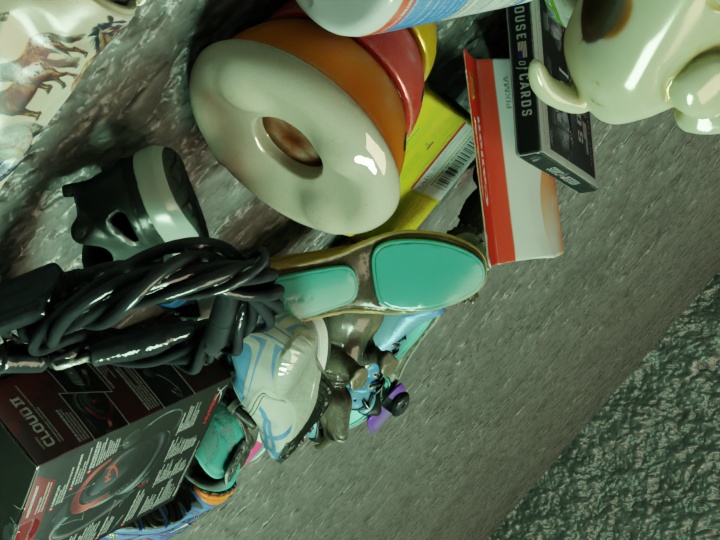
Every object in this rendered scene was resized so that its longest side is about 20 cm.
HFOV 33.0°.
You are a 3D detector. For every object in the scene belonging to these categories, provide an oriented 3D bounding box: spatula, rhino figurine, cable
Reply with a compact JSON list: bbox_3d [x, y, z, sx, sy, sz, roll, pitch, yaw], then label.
[{"bbox_3d":[0.033,0.132,1.189,0.057,0.021,0.200,-47,178,-9],"label":"spatula"},{"bbox_3d":[-0.012,0.067,1.062,0.059,0.087,0.203,-1,115,-39],"label":"rhino figurine"},{"bbox_3d":[-0.124,0.031,0.725,0.198,0.052,0.162,-20,155,32],"label":"cable"}]

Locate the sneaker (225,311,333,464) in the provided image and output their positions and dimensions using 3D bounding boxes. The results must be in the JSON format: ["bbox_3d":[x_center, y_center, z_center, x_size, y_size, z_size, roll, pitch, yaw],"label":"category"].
[{"bbox_3d":[-0.066,0.086,0.939,0.072,0.072,0.201,-48,159,-24],"label":"sneaker"}]

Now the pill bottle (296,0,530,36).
[{"bbox_3d":[0.057,-0.202,0.685,0.198,0.113,0.113,-21,149,-38],"label":"pill bottle"}]

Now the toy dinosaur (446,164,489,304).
[{"bbox_3d":[0.109,-0.036,1.106,0.201,0.077,0.102,-52,180,-34],"label":"toy dinosaur"}]

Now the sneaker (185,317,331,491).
[{"bbox_3d":[-0.106,0.114,1.028,0.120,0.083,0.201,-35,160,-53],"label":"sneaker"}]

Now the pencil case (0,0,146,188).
[{"bbox_3d":[-0.177,-0.068,0.540,0.089,0.078,0.201,25,108,-47],"label":"pencil case"}]

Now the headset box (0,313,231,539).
[{"bbox_3d":[-0.204,0.132,0.865,0.199,0.075,0.150,-23,149,-48],"label":"headset box"}]

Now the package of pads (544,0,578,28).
[{"bbox_3d":[0.199,-0.284,0.868,0.200,0.068,0.155,-47,146,-2],"label":"package of pads"}]

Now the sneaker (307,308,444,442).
[{"bbox_3d":[0.008,0.088,1.140,0.199,0.091,0.078,-40,163,22],"label":"sneaker"}]

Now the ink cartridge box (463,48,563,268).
[{"bbox_3d":[0.124,-0.089,0.963,0.049,0.165,0.200,-6,-179,12],"label":"ink cartridge box"}]

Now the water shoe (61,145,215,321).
[{"bbox_3d":[-0.136,-0.017,0.768,0.078,0.073,0.201,-14,156,-4],"label":"water shoe"}]

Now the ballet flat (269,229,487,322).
[{"bbox_3d":[0.000,0.000,0.956,0.196,0.063,0.070,-6,108,-12],"label":"ballet flat"}]

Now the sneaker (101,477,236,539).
[{"bbox_3d":[-0.183,0.210,1.060,0.079,0.075,0.199,-48,159,16],"label":"sneaker"}]

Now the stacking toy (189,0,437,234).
[{"bbox_3d":[0.002,-0.137,0.746,0.201,0.145,0.147,-55,165,-25],"label":"stacking toy"}]

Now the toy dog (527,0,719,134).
[{"bbox_3d":[0.198,-0.204,0.796,0.190,0.141,0.202,-9,140,-1],"label":"toy dog"}]

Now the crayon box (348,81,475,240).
[{"bbox_3d":[0.018,-0.088,0.935,0.127,0.051,0.199,-50,160,11],"label":"crayon box"}]

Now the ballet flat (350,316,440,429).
[{"bbox_3d":[0.019,0.085,1.247,0.201,0.067,0.064,-52,-170,21],"label":"ballet flat"}]

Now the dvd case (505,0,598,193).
[{"bbox_3d":[0.158,-0.152,0.995,0.024,0.153,0.199,-6,173,23],"label":"dvd case"}]
